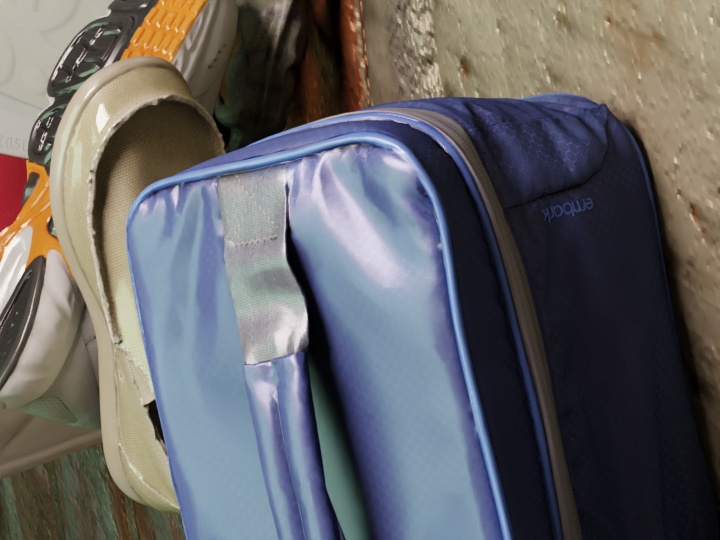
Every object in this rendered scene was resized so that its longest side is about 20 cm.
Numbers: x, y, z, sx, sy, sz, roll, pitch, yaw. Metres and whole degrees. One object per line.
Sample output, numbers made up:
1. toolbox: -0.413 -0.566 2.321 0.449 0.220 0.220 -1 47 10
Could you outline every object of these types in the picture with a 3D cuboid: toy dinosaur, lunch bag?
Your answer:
1. toy dinosaur: -0.039 -0.113 0.944 0.088 0.047 0.201 -99 23 -65
2. lunch bag: 0.014 0.050 0.674 0.136 0.132 0.201 -12 92 41

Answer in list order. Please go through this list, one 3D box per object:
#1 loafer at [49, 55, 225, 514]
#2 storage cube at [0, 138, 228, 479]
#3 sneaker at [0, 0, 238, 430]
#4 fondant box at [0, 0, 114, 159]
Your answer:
1. loafer: -0.069 0.012 0.858 0.068 0.076 0.201 26 133 45
2. storage cube: -0.173 -0.021 1.198 0.180 0.199 0.171 55 152 36
3. sneaker: -0.094 -0.026 0.916 0.076 0.092 0.200 28 92 50
4. fondant box: -0.135 -0.145 0.968 0.058 0.144 0.201 -76 -4 -55
